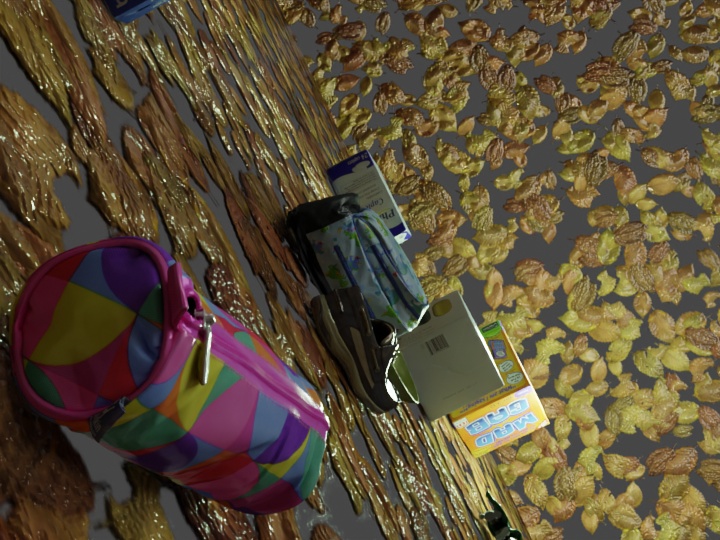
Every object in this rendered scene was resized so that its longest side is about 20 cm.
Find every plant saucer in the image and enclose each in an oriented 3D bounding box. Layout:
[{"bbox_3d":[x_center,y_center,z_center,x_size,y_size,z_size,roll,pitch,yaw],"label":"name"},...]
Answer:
[{"bbox_3d":[0.031,0.114,1.474,0.201,0.031,0.200,62,6,-12],"label":"plant saucer"}]

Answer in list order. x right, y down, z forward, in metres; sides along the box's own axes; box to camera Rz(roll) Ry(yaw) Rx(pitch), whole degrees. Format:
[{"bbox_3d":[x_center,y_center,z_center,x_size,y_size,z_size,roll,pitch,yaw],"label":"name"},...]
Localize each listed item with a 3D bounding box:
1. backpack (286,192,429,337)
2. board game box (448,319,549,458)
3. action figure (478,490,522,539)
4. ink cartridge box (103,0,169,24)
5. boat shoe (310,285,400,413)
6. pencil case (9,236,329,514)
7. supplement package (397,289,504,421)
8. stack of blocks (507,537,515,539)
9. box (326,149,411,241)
[{"bbox_3d":[0.000,0.000,1.252,0.163,0.153,0.201,-128,-156,-85],"label":"backpack"},{"bbox_3d":[0.299,0.282,2.326,0.200,0.199,0.200,57,9,-49],"label":"board game box"},{"bbox_3d":[0.254,0.472,1.810,0.200,0.055,0.118,69,-5,-71],"label":"action figure"},{"bbox_3d":[-0.216,-0.329,0.855,0.201,0.094,0.044,64,5,-5],"label":"ink cartridge box"},{"bbox_3d":[0.012,0.095,1.155,0.200,0.073,0.075,59,8,-42],"label":"boat shoe"},{"bbox_3d":[-0.077,0.058,0.460,0.089,0.088,0.200,67,5,28],"label":"pencil case"},{"bbox_3d":[0.158,0.155,1.841,0.151,0.151,0.200,62,6,-11],"label":"supplement package"},{"bbox_3d":[0.325,0.540,1.647,0.200,0.059,0.115,29,18,-20],"label":"stack of blocks"},{"bbox_3d":[0.022,-0.146,2.184,0.201,0.105,0.184,64,5,5],"label":"box"}]
